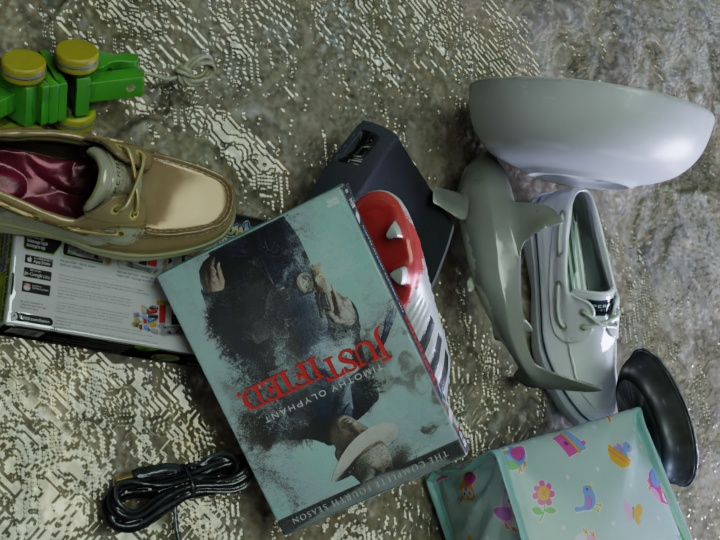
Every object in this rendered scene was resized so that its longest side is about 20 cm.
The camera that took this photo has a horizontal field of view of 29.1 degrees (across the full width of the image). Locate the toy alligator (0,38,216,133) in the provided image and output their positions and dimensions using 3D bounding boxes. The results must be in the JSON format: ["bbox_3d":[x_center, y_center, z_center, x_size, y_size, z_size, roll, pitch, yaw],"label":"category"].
[{"bbox_3d":[-0.197,-0.135,0.967,0.198,0.060,0.054,-18,47,-34],"label":"toy alligator"}]

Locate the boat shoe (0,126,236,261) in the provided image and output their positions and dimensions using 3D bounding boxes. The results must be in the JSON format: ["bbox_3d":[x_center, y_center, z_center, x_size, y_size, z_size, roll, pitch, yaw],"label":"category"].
[{"bbox_3d":[-0.171,-0.051,0.899,0.197,0.066,0.075,3,76,-20],"label":"boat shoe"}]

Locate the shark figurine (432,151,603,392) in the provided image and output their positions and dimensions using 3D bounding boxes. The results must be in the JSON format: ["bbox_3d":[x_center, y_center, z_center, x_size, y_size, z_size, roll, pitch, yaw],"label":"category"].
[{"bbox_3d":[0.126,-0.005,1.089,0.128,0.089,0.217,13,60,-65],"label":"shark figurine"}]

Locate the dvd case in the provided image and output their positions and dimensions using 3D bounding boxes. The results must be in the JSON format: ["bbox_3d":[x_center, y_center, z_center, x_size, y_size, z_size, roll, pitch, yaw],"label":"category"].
[{"bbox_3d":[-0.032,0.062,0.942,0.145,0.022,0.202,-24,98,10],"label":"dvd case"}]

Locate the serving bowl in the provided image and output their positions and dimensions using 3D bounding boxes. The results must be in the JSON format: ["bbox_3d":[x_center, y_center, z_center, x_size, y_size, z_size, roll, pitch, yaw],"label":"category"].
[{"bbox_3d":[0.181,-0.104,1.117,0.198,0.199,0.067,8,90,-30],"label":"serving bowl"}]

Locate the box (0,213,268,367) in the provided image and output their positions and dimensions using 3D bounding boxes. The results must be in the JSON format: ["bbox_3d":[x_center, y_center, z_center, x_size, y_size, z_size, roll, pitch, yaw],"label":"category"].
[{"bbox_3d":[-0.151,0.004,0.968,0.198,0.035,0.112,12,71,-29],"label":"box"}]

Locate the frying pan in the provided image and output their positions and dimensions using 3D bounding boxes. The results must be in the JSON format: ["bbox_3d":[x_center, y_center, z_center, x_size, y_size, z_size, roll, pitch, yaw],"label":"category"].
[{"bbox_3d":[0.235,0.142,1.140,0.031,0.191,0.116,-16,54,-12],"label":"frying pan"}]

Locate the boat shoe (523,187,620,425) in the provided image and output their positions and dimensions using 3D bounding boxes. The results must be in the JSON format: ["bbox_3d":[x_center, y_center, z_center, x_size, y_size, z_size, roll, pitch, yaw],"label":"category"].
[{"bbox_3d":[0.181,0.030,1.150,0.073,0.067,0.203,-12,84,-33],"label":"boat shoe"}]

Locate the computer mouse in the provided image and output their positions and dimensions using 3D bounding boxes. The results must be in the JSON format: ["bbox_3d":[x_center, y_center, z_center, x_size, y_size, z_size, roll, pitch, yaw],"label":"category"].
[{"bbox_3d":[-0.110,0.227,0.931,0.108,0.044,0.203,-4,79,-34],"label":"computer mouse"}]

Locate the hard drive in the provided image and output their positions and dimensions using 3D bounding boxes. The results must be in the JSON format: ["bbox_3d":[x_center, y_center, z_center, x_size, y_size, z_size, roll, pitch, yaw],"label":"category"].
[{"bbox_3d":[0.000,0.000,1.035,0.135,0.042,0.201,54,51,-35],"label":"hard drive"}]

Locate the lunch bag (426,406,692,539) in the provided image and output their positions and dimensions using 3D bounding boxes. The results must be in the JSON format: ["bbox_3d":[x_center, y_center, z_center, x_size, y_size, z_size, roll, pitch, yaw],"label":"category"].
[{"bbox_3d":[0.163,0.225,1.059,0.169,0.122,0.203,-11,78,-34],"label":"lunch bag"}]

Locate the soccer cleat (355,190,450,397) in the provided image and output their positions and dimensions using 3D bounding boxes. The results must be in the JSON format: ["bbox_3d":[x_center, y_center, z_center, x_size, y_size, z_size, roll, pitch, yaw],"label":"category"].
[{"bbox_3d":[0.028,0.041,0.991,0.085,0.068,0.203,-25,107,-63],"label":"soccer cleat"}]
